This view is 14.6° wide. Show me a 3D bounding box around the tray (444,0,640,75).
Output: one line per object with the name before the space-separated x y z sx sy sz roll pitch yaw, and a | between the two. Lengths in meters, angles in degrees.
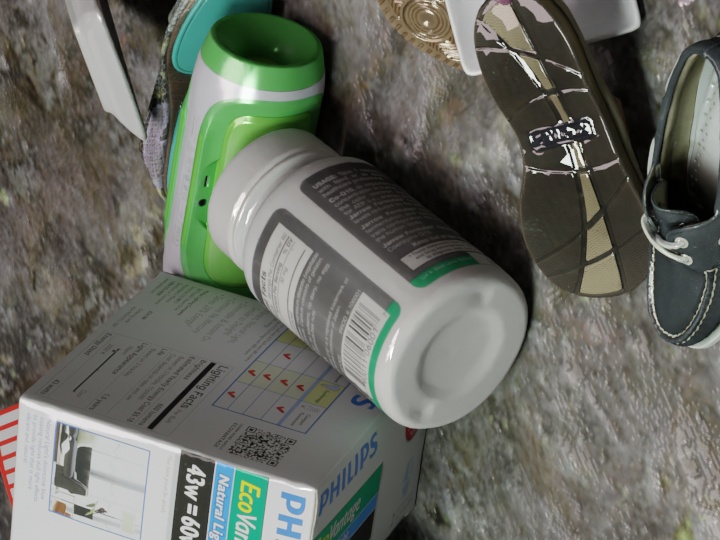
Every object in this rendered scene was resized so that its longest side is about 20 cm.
tray | 0.086 -0.219 1.578 0.107 0.022 0.200 -14 91 20

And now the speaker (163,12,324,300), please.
speaker | -0.077 -0.063 1.827 0.088 0.088 0.200 41 132 38

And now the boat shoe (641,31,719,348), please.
boat shoe | 0.180 -0.042 1.512 0.076 0.060 0.200 36 128 42

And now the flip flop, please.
flip flop | 0.119 -0.075 1.576 0.081 0.058 0.200 -9 114 29

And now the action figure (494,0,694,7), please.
action figure | 0.110 -0.213 1.425 0.200 0.134 0.149 -19 45 47

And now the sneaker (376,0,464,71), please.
sneaker | 0.031 -0.212 1.654 0.200 0.113 0.071 45 130 -11

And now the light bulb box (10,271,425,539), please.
light bulb box | -0.084 0.115 1.750 0.200 0.198 0.125 17 120 18

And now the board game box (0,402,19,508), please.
board game box | -0.198 0.158 2.100 0.200 0.046 0.152 -23 83 54

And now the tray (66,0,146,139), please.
tray | -0.183 -0.179 1.883 0.200 0.022 0.107 -111 2 -51

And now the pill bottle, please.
pill bottle | 0.000 0.000 1.723 0.200 0.113 0.113 41 132 38

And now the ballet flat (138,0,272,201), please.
ballet flat | -0.109 -0.139 1.862 0.072 0.072 0.200 45 133 34
